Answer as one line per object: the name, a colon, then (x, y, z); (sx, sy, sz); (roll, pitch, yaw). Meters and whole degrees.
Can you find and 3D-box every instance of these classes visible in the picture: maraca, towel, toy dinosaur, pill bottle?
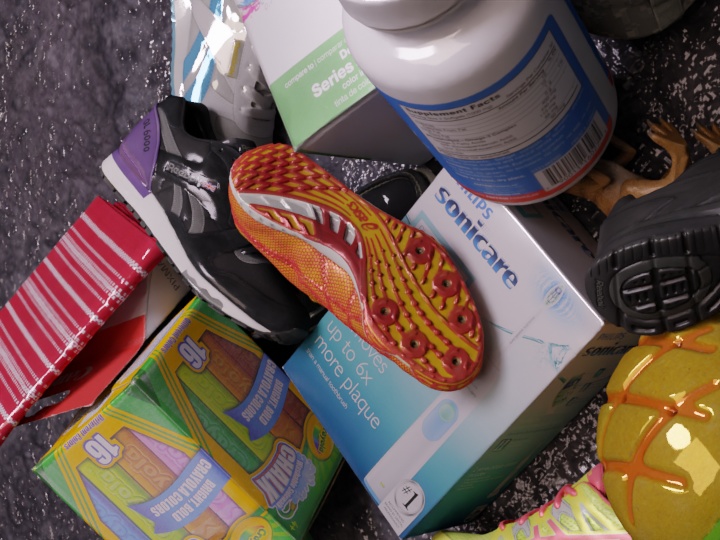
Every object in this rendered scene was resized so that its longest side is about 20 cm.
maraca: (0.179, 0.104, 0.723); (0.137, 0.106, 0.201); (123, 164, -49)
towel: (-0.220, 0.038, 0.977); (0.200, 0.022, 0.144); (-50, 29, -5)
toy dinosaur: (0.180, -0.032, 0.815); (0.200, 0.060, 0.107); (40, 128, 17)
pill bottle: (0.058, -0.124, 0.730); (0.111, 0.200, 0.113); (-12, 62, 23)

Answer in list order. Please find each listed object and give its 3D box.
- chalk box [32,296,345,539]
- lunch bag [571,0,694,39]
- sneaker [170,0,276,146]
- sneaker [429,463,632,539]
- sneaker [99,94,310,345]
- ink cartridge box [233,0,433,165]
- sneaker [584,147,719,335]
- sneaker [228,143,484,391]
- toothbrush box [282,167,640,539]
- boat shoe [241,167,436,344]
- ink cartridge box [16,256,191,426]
chalk box: (-0.096, 0.143, 0.950); (0.200, 0.125, 0.124); (45, 121, -10)
lunch bag: (0.110, -0.230, 0.760); (0.139, 0.200, 0.168); (-37, 61, 8)
sneaker: (-0.085, -0.153, 0.992); (0.080, 0.076, 0.202); (-7, 89, 31)
sneaker: (0.131, 0.162, 0.837); (0.199, 0.078, 0.091); (-2, 82, 31)
sneaker: (-0.090, -0.040, 0.916); (0.088, 0.076, 0.200); (-49, 66, 12)
ink cartridge box: (-0.008, -0.178, 0.887); (0.087, 0.145, 0.201); (-34, 70, 32)
sneaker: (0.212, -0.034, 0.712); (0.199, 0.091, 0.076); (-12, 124, 19)
sneaker: (0.000, 0.000, 0.839); (0.073, 0.077, 0.200); (-39, 68, -18)
toothbrush box: (0.066, 0.047, 0.871); (0.200, 0.085, 0.147); (-49, 62, 25)
boat shoe: (-0.025, -0.005, 0.952); (0.199, 0.067, 0.072); (-34, 69, 31)
ink cartridge box: (-0.199, 0.033, 1.004); (0.160, 0.200, 0.050); (-19, 112, 39)
